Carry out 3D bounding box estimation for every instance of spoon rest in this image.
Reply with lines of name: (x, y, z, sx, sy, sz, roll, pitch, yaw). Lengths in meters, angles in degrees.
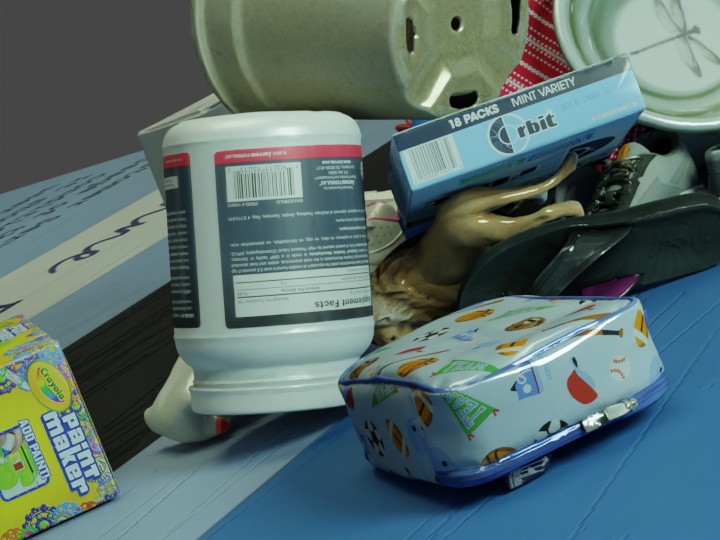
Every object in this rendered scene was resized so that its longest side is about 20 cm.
spoon rest: (0.225, -0.081, 1.637, 0.200, 0.061, 0.099, -29, -20, -27)

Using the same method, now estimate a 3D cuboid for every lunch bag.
lunch bag: (0.086, 0.066, 1.198, 0.160, 0.076, 0.200, -23, 10, -20)

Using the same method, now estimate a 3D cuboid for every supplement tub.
supplement tub: (-0.063, -0.006, 1.410, 0.140, 0.201, 0.140, -4, 1, 0)

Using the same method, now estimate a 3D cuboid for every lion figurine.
lion figurine: (0.071, -0.016, 1.451, 0.122, 0.073, 0.200, -3, -38, -25)

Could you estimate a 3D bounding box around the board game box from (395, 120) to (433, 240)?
board game box: (0.069, -0.107, 1.629, 0.039, 0.201, 0.158, 13, 10, 34)

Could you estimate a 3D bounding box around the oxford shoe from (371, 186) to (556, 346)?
oxford shoe: (0.077, 0.001, 1.580, 0.200, 0.073, 0.085, -38, -22, -20)

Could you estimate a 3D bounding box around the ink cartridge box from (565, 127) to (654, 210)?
ink cartridge box: (0.247, -0.141, 1.693, 0.199, 0.084, 0.145, -23, -29, -10)

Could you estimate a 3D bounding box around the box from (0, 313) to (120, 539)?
box: (-0.299, 0.130, 1.476, 0.192, 0.122, 0.200, -24, 11, -13)

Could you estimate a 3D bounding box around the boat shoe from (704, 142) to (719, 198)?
boat shoe: (0.322, -0.103, 1.578, 0.073, 0.068, 0.199, -10, 16, 45)

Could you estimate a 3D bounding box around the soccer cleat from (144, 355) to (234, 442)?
soccer cleat: (-0.086, 0.054, 1.526, 0.077, 0.069, 0.200, -4, 34, 48)

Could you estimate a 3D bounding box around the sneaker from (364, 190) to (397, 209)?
sneaker: (0.056, -0.036, 1.793, 0.199, 0.077, 0.081, -17, 28, 24)

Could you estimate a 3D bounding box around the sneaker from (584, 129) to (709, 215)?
sneaker: (0.194, -0.046, 1.521, 0.074, 0.080, 0.200, -10, 17, 37)

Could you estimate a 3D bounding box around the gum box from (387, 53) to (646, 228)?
gum box: (0.106, -0.088, 1.453, 0.169, 0.045, 0.200, -20, -5, -3)

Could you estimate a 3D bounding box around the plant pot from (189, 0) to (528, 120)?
plant pot: (0.011, -0.185, 1.453, 0.200, 0.201, 0.183, -28, 28, -34)

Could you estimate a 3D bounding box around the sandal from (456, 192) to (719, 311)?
sandal: (0.161, -0.001, 1.400, 0.200, 0.076, 0.048, -19, 37, 6)

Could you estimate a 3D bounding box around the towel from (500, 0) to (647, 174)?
towel: (0.191, -0.183, 1.612, 0.200, 0.144, 0.023, -51, -14, -23)

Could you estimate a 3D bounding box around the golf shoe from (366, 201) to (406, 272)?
golf shoe: (0.000, 0.000, 1.633, 0.200, 0.092, 0.075, -31, 16, -36)

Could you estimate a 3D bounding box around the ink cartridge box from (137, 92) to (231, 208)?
ink cartridge box: (-0.100, -0.062, 1.830, 0.084, 0.201, 0.145, -14, 13, 32)

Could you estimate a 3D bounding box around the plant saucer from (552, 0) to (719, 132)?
plant saucer: (0.245, -0.184, 1.575, 0.199, 0.201, 0.050, -24, -23, -15)
